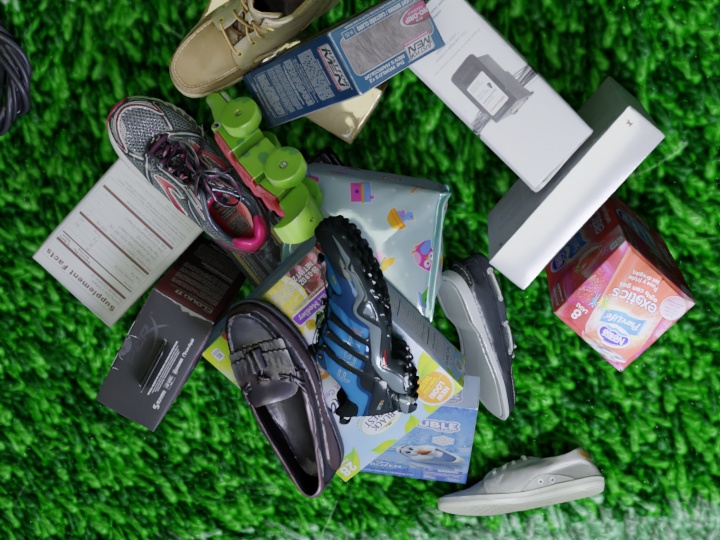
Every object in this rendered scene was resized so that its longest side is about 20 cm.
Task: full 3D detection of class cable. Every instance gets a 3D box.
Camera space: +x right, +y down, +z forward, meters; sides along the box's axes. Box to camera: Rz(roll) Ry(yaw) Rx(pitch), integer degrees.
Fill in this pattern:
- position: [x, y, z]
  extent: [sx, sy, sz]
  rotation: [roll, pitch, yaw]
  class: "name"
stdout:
- position: [-0.457, -0.208, 1.186]
  extent: [0.200, 0.051, 0.163]
  rotation: [-36, 106, 14]
  class: "cable"

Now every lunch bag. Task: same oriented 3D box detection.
- position: [0.000, 0.000, 1.106]
  extent: [0.169, 0.122, 0.201]
  rotation: [8, 102, 1]
  class: "lunch bag"

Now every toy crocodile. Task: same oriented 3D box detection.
- position: [-0.093, -0.100, 1.010]
  extent: [0.062, 0.068, 0.200]
  rotation: [-37, 58, -5]
  class: "toy crocodile"

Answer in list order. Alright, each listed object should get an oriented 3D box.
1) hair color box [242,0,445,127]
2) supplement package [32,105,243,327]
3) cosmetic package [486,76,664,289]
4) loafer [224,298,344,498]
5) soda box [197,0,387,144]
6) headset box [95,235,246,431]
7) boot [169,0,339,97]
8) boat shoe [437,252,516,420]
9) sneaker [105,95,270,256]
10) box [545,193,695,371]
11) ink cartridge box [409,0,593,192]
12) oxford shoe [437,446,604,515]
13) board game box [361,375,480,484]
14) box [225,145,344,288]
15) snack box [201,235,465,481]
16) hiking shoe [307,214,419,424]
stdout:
- position: [-0.021, -0.190, 0.974]
  extent: [0.100, 0.200, 0.061]
  rotation: [-35, 105, -24]
  class: "hair color box"
- position: [-0.236, -0.060, 1.166]
  extent: [0.117, 0.117, 0.200]
  rotation: [43, 109, -10]
  class: "supplement package"
- position: [0.209, -0.091, 1.080]
  extent: [0.052, 0.151, 0.200]
  rotation: [38, 110, -6]
  class: "cosmetic package"
- position: [-0.070, 0.121, 1.000]
  extent: [0.072, 0.063, 0.201]
  rotation: [-18, 112, 18]
  class: "loafer"
- position: [-0.073, -0.215, 1.120]
  extent: [0.199, 0.064, 0.068]
  rotation: [32, 110, -3]
  class: "soda box"
- position: [-0.201, 0.068, 1.162]
  extent: [0.075, 0.200, 0.149]
  rotation: [30, 109, -3]
  class: "headset box"
- position: [-0.103, -0.233, 1.001]
  extent: [0.199, 0.155, 0.073]
  rotation: [-31, 97, 4]
  class: "boot"
- position: [0.143, 0.075, 1.190]
  extent: [0.060, 0.075, 0.201]
  rotation: [-33, 123, -22]
  class: "boat shoe"
- position: [-0.161, -0.096, 1.048]
  extent: [0.200, 0.075, 0.081]
  rotation: [41, 87, -9]
  class: "sneaker"
- position: [0.252, 0.001, 1.080]
  extent: [0.095, 0.200, 0.100]
  rotation: [39, 109, -9]
  class: "box"
- position: [0.127, -0.185, 1.060]
  extent: [0.200, 0.145, 0.083]
  rotation: [43, 103, -8]
  class: "ink cartridge box"
- position: [0.184, 0.248, 1.254]
  extent: [0.199, 0.075, 0.058]
  rotation: [-17, 67, 21]
  class: "oxford shoe"
- position: [0.027, 0.171, 1.193]
  extent: [0.199, 0.044, 0.199]
  rotation: [5, 146, 5]
  class: "board game box"
- position: [-0.039, -0.011, 1.195]
  extent: [0.161, 0.049, 0.200]
  rotation: [-36, 102, 15]
  class: "box"
- position: [-0.024, 0.083, 1.049]
  extent: [0.200, 0.068, 0.169]
  rotation: [42, 113, -13]
  class: "snack box"
- position: [-0.012, 0.050, 0.955]
  extent: [0.086, 0.074, 0.201]
  rotation: [-16, 109, 10]
  class: "hiking shoe"
